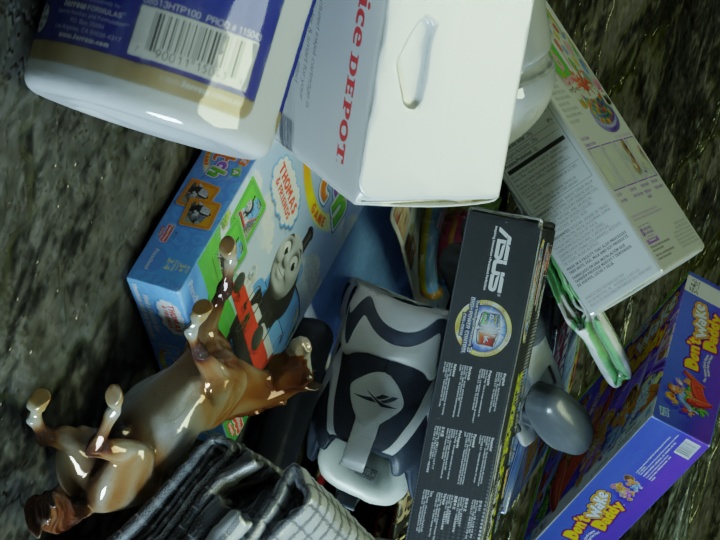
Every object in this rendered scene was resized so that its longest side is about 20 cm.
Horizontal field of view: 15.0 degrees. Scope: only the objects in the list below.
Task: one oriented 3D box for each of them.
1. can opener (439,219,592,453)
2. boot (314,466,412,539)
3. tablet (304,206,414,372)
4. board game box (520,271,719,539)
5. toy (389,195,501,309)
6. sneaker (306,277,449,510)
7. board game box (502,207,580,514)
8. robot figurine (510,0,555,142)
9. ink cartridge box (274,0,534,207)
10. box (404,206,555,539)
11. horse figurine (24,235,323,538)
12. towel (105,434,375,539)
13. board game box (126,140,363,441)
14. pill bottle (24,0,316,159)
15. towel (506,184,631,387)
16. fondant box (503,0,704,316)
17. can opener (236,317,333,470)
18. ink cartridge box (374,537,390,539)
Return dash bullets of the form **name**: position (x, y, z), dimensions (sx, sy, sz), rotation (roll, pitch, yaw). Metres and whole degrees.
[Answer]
- **can opener**: position (0.108, 0.046, 1.747), dimensions (0.053, 0.067, 0.200), rotation (-53, 145, -24)
- **boot**: position (0.021, 0.159, 1.782), dimensions (0.151, 0.073, 0.200), rotation (-27, 136, -62)
- **tablet**: position (0.000, 0.000, 1.704), dimensions (0.200, 0.014, 0.130), rotation (72, 39, -58)
- **board game box**: position (0.181, 0.111, 1.850), dimensions (0.200, 0.045, 0.135), rotation (-54, -169, 46)
- **toy**: position (0.063, -0.033, 1.764), dimensions (0.200, 0.047, 0.115), rotation (68, 35, -60)
- **sneaker**: position (0.011, 0.077, 1.629), dimensions (0.199, 0.079, 0.130), rotation (-149, -102, -86)
- **board game box**: position (0.107, 0.070, 1.907), dimensions (0.200, 0.062, 0.200), rotation (-58, 160, -57)
- **robot figurine**: position (0.047, -0.149, 1.534), dimensions (0.170, 0.113, 0.200), rotation (-35, 120, -55)
- **ink cartridge box**: position (0.002, -0.130, 1.347), dimensions (0.083, 0.200, 0.147), rotation (-1, 111, -27)
- **box**: position (0.070, 0.065, 1.564), dimensions (0.160, 0.044, 0.200), rotation (4, 97, -84)
- **horse figurine**: position (-0.105, 0.072, 1.394), dimensions (0.200, 0.050, 0.133), rotation (-42, 153, -24)
- **towel**: position (-0.088, 0.184, 1.440), dimensions (0.200, 0.086, 0.166), rotation (-48, 150, -3)
- **board game box**: position (-0.056, -0.025, 1.510), dimensions (0.151, 0.037, 0.200), rotation (76, 35, -53)
- **pill bottle**: position (-0.071, -0.162, 1.252), dimensions (0.120, 0.120, 0.200), rotation (23, 83, -69)
- **towel**: position (0.121, -0.026, 1.802), dimensions (0.023, 0.200, 0.153), rotation (-28, 158, 6)
- **fondant box**: position (0.131, -0.076, 1.730), dimensions (0.058, 0.200, 0.144), rotation (-33, 176, 18)
- **can opener**: position (-0.071, 0.117, 1.552), dimensions (0.067, 0.053, 0.200), rotation (34, 72, -69)
- **ink cartridge box**: position (-0.033, 0.265, 1.640), dimensions (0.148, 0.086, 0.200), rotation (7, 101, -39)
